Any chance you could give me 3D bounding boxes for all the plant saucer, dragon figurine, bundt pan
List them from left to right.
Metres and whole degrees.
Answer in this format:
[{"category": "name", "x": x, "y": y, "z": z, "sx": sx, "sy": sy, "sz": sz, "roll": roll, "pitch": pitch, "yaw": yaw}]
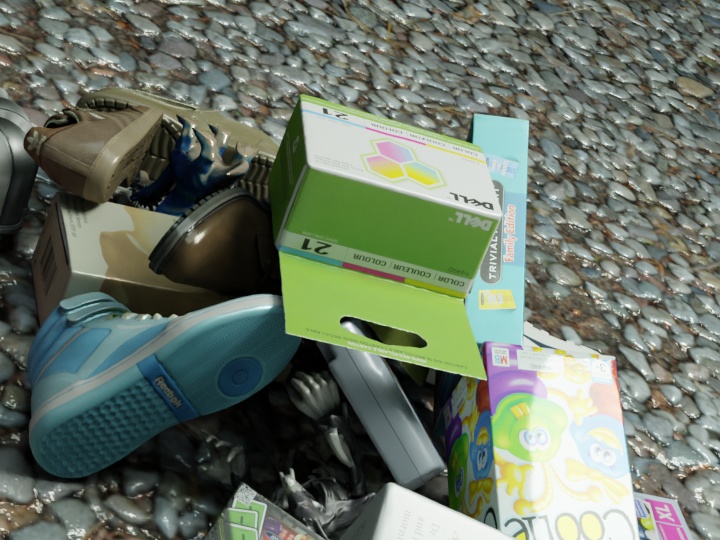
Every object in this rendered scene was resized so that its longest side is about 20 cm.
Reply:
[{"category": "bundt pan", "x": -0.330, "y": -0.110, "z": 1.218, "sx": 0.200, "sy": 0.076, "sz": 0.202, "roll": 27, "pitch": 19, "yaw": -10}, {"category": "dragon figurine", "x": -0.128, "y": -0.063, "z": 1.287, "sx": 0.058, "sy": 0.101, "sz": 0.200, "roll": 13, "pitch": 11, "yaw": -30}, {"category": "plant saucer", "x": 0.000, "y": 0.000, "z": 1.242, "sx": 0.201, "sy": 0.031, "sz": 0.200, "roll": 53, "pitch": 2, "yaw": -3}]

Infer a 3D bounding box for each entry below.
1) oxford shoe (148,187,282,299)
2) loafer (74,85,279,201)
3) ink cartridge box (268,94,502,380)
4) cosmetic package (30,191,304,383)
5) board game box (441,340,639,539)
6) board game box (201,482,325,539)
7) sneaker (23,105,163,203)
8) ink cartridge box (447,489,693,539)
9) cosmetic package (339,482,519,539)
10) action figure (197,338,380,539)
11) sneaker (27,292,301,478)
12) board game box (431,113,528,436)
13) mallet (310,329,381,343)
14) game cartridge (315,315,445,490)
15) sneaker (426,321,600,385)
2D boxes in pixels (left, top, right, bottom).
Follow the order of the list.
[{"category": "oxford shoe", "x": -0.077, "y": -0.008, "z": 1.139, "sx": 0.085, "sy": 0.073, "sz": 0.199, "roll": 47, "pitch": 20, "yaw": 17}, {"category": "loafer", "x": -0.155, "y": -0.108, "z": 1.403, "sx": 0.198, "sy": 0.077, "sz": 0.068, "roll": 21, "pitch": 23, "yaw": -13}, {"category": "ink cartridge box", "x": 0.021, "y": -0.025, "z": 1.095, "sx": 0.146, "sy": 0.076, "sz": 0.201, "roll": 14, "pitch": 29, "yaw": -15}, {"category": "cosmetic package", "x": -0.143, "y": 0.014, "z": 1.226, "sx": 0.198, "sy": 0.072, "sz": 0.106, "roll": 10, "pitch": 34, "yaw": -28}, {"category": "board game box", "x": 0.124, "y": 0.165, "z": 1.110, "sx": 0.103, "sy": 0.103, "sz": 0.202, "roll": 7, "pitch": 55, "yaw": -13}, {"category": "board game box", "x": -0.021, "y": 0.230, "z": 0.998, "sx": 0.199, "sy": 0.024, "sz": 0.105, "roll": 33, "pitch": 62, "yaw": 3}, {"category": "sneaker", "x": -0.207, "y": -0.106, "z": 1.259, "sx": 0.075, "sy": 0.071, "sz": 0.200, "roll": 27, "pitch": 10, "yaw": -4}, {"category": "ink cartridge box", "x": 0.171, "y": 0.212, "z": 1.218, "sx": 0.198, "sy": 0.042, "sz": 0.120, "roll": 12, "pitch": 35, "yaw": -22}, {"category": "cosmetic package", "x": 0.056, "y": 0.254, "z": 0.892, "sx": 0.198, "sy": 0.165, "sz": 0.166, "roll": 25, "pitch": 55, "yaw": -6}, {"category": "action figure", "x": -0.051, "y": 0.124, "z": 1.099, "sx": 0.102, "sy": 0.118, "sz": 0.201, "roll": 56, "pitch": 9, "yaw": -33}, {"category": "sneaker", "x": -0.144, "y": 0.045, "z": 1.098, "sx": 0.198, "sy": 0.080, "sz": 0.131, "roll": -25, "pitch": 39, "yaw": -4}, {"category": "board game box", "x": 0.092, "y": 0.007, "z": 1.243, "sx": 0.046, "sy": 0.152, "sz": 0.202, "roll": 7, "pitch": 58, "yaw": -3}, {"category": "mallet", "x": 0.036, "y": 0.044, "z": 1.366, "sx": 0.198, "sy": 0.041, "sz": 0.066, "roll": 1, "pitch": 41, "yaw": -32}, {"category": "game cartridge", "x": 0.014, "y": 0.090, "z": 1.154, "sx": 0.134, "sy": 0.041, "sz": 0.200, "roll": 56, "pitch": 1, "yaw": -4}, {"category": "sneaker", "x": 0.129, "y": 0.093, "z": 1.334, "sx": 0.198, "sy": 0.077, "sz": 0.081, "roll": 14, "pitch": 44, "yaw": -19}]
